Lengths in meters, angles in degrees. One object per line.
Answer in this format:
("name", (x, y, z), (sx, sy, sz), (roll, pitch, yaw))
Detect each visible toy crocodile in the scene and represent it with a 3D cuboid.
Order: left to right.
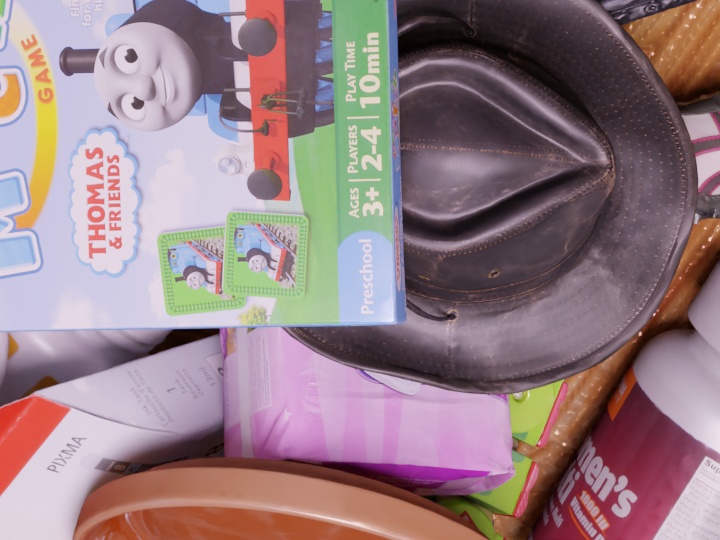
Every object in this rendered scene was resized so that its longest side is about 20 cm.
("toy crocodile", (0.059, 0.092, 0.921), (0.062, 0.067, 0.201), (25, 83, -21))

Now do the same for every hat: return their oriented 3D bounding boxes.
("hat", (0.046, -0.045, 0.761), (0.200, 0.081, 0.202), (1, 83, -9))

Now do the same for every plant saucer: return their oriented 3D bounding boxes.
("plant saucer", (-0.023, 0.127, 0.824), (0.199, 0.032, 0.201), (9, 152, 5))

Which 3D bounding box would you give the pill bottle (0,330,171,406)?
("pill bottle", (-0.175, 0.053, 0.902), (0.200, 0.109, 0.109), (-40, 111, 12))

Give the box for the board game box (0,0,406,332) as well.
("board game box", (-0.085, -0.053, 0.720), (0.199, 0.037, 0.152), (-2, 92, 8))

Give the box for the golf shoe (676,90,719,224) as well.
("golf shoe", (0.170, -0.060, 0.917), (0.199, 0.077, 0.089), (14, 91, -13))

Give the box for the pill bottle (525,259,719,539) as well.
("pill bottle", (0.166, 0.100, 0.954), (0.109, 0.110, 0.201), (23, 109, -14))

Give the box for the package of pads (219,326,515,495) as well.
("package of pads", (0.000, 0.000, 0.847), (0.120, 0.076, 0.201), (6, 69, -28))

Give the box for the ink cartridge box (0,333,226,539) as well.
("ink cartridge box", (-0.144, 0.108, 0.834), (0.047, 0.200, 0.160), (52, 124, 14))

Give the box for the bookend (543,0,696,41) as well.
("bookend", (0.096, -0.213, 0.822), (0.198, 0.092, 0.201), (-17, 113, 2))

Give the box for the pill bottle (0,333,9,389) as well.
("pill bottle", (-0.255, 0.017, 0.827), (0.199, 0.116, 0.117), (17, 120, 36))
